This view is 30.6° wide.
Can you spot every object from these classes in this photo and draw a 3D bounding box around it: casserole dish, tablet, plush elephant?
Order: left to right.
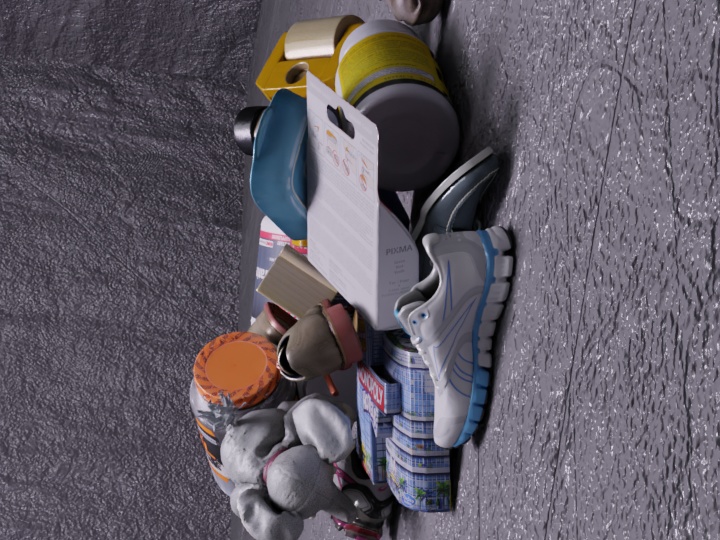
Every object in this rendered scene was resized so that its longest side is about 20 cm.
[{"bbox_3d":[-0.066,0.211,1.375,0.165,0.200,0.155,-52,46,-1],"label":"plush elephant"},{"bbox_3d":[-0.055,-0.100,1.313,0.200,0.039,0.121,48,-126,-66],"label":"casserole dish"},{"bbox_3d":[0.017,-0.077,1.381,0.130,0.014,0.200,61,-168,-15],"label":"tablet"}]

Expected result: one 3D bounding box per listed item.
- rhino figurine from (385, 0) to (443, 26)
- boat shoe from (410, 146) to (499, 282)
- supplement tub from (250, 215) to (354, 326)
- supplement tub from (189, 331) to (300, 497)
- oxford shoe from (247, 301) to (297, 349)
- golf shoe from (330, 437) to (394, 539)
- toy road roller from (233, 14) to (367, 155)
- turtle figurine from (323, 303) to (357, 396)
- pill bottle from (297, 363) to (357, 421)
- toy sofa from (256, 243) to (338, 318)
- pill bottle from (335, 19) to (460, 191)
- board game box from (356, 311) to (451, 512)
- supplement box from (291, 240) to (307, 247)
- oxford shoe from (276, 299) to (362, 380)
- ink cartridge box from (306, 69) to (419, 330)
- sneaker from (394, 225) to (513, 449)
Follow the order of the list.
[{"bbox_3d":[0.054,-0.318,1.456,0.200,0.060,0.088,-114,33,-73],"label":"rhino figurine"},{"bbox_3d":[0.087,-0.037,1.178,0.062,0.073,0.200,47,145,12],"label":"boat shoe"},{"bbox_3d":[-0.073,0.027,1.777,0.140,0.140,0.200,-147,63,-79],"label":"supplement tub"},{"bbox_3d":[-0.127,0.169,1.511,0.200,0.122,0.123,82,-177,-47],"label":"supplement tub"},{"bbox_3d":[-0.103,0.085,1.567,0.075,0.070,0.200,-52,1,-4],"label":"oxford shoe"},{"bbox_3d":[-0.001,0.225,1.493,0.092,0.073,0.200,-66,22,12],"label":"golf shoe"},{"bbox_3d":[-0.040,-0.180,1.511,0.123,0.146,0.200,3,60,40],"label":"toy road roller"},{"bbox_3d":[0.014,0.044,1.482,0.200,0.064,0.161,-72,5,-58],"label":"turtle figurine"},{"bbox_3d":[-0.039,0.130,1.615,0.200,0.111,0.112,-144,59,-79],"label":"pill bottle"},{"bbox_3d":[-0.064,0.007,1.573,0.098,0.083,0.200,-56,1,-2],"label":"toy sofa"},{"bbox_3d":[0.033,-0.176,1.348,0.200,0.114,0.114,-100,18,-56],"label":"pill bottle"},{"bbox_3d":[0.036,0.106,1.260,0.200,0.062,0.200,-137,43,-78],"label":"board game box"},{"bbox_3d":[-0.018,-0.124,1.623,0.086,0.110,0.200,-160,75,-79],"label":"supplement box"},{"bbox_3d":[-0.050,0.071,1.272,0.200,0.075,0.071,125,122,-80],"label":"oxford shoe"},{"bbox_3d":[0.000,-0.067,1.206,0.161,0.050,0.200,-135,41,-53],"label":"ink cartridge box"},{"bbox_3d":[0.068,0.055,1.110,0.075,0.086,0.200,-117,32,-69],"label":"sneaker"}]
